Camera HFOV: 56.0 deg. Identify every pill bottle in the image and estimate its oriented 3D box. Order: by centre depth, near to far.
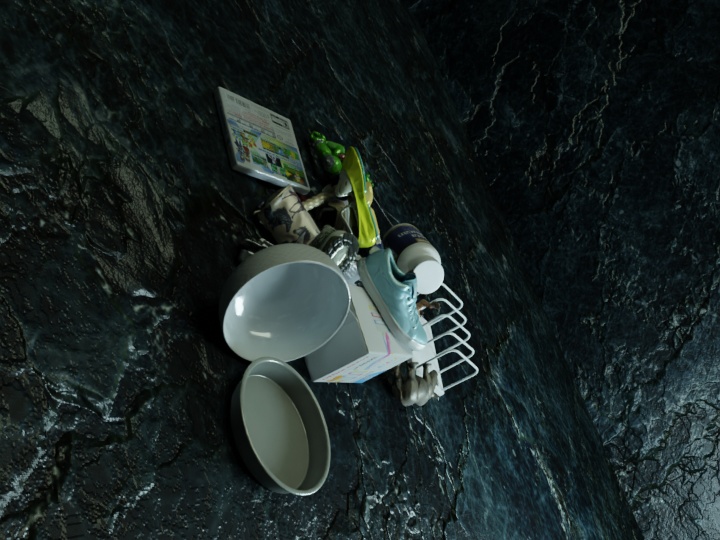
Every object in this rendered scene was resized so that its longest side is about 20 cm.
[{"bbox_3d":[0.126,-0.026,1.599,0.111,0.111,0.201,47,5,-29],"label":"pill bottle"}]

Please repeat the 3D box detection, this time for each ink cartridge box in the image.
[{"bbox_3d":[-0.019,0.115,1.188,0.199,0.127,0.128,15,50,-59],"label":"ink cartridge box"}]

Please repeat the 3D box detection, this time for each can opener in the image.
[{"bbox_3d":[-0.122,0.002,1.159,0.197,0.052,0.068,27,77,-26],"label":"can opener"}]

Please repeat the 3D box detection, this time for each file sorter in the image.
[{"bbox_3d":[0.183,0.155,1.577,0.138,0.123,0.204,39,32,-40],"label":"file sorter"}]

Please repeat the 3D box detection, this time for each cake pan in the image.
[{"bbox_3d":[-0.116,0.225,0.970,0.200,0.036,0.203,47,27,-33],"label":"cake pan"}]

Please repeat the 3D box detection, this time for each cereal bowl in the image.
[{"bbox_3d":[-0.117,0.038,0.994,0.199,0.200,0.084,36,16,-45],"label":"cereal bowl"}]

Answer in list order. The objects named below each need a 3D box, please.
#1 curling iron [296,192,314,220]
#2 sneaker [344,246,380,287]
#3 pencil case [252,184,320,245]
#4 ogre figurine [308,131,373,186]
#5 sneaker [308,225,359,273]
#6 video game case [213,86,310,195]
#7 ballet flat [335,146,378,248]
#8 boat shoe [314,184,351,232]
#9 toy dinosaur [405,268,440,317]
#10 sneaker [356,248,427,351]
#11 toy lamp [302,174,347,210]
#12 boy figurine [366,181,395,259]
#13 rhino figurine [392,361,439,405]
[{"bbox_3d":[-0.123,-0.137,1.382,0.049,0.025,0.204,-1,66,-55],"label":"curling iron"},{"bbox_3d":[0.000,0.000,1.370,0.196,0.076,0.116,22,27,-22],"label":"sneaker"},{"bbox_3d":[-0.112,-0.049,1.239,0.203,0.089,0.078,58,-12,-11],"label":"pencil case"},{"bbox_3d":[-0.039,-0.236,1.584,0.121,0.096,0.202,-104,167,-58],"label":"ogre figurine"},{"bbox_3d":[-0.090,0.006,1.111,0.077,0.200,0.089,46,-2,-40],"label":"sneaker"},{"bbox_3d":[-0.192,-0.252,1.334,0.198,0.022,0.186,15,51,-50],"label":"video game case"},{"bbox_3d":[-0.015,-0.141,1.354,0.067,0.065,0.205,-156,-129,-68],"label":"ballet flat"},{"bbox_3d":[-0.058,-0.116,1.433,0.068,0.074,0.203,32,30,-40],"label":"boat shoe"},{"bbox_3d":[0.075,0.073,1.434,0.133,0.087,0.202,-13,53,-27],"label":"toy dinosaur"},{"bbox_3d":[0.075,0.051,1.188,0.202,0.081,0.074,54,24,-17],"label":"sneaker"},{"bbox_3d":[-0.071,-0.150,1.371,0.199,0.058,0.059,-37,97,-44],"label":"toy lamp"},{"bbox_3d":[0.019,-0.111,1.536,0.125,0.063,0.204,-117,-172,-63],"label":"boy figurine"},{"bbox_3d":[0.123,0.240,1.428,0.199,0.058,0.090,19,71,-60],"label":"rhino figurine"}]
